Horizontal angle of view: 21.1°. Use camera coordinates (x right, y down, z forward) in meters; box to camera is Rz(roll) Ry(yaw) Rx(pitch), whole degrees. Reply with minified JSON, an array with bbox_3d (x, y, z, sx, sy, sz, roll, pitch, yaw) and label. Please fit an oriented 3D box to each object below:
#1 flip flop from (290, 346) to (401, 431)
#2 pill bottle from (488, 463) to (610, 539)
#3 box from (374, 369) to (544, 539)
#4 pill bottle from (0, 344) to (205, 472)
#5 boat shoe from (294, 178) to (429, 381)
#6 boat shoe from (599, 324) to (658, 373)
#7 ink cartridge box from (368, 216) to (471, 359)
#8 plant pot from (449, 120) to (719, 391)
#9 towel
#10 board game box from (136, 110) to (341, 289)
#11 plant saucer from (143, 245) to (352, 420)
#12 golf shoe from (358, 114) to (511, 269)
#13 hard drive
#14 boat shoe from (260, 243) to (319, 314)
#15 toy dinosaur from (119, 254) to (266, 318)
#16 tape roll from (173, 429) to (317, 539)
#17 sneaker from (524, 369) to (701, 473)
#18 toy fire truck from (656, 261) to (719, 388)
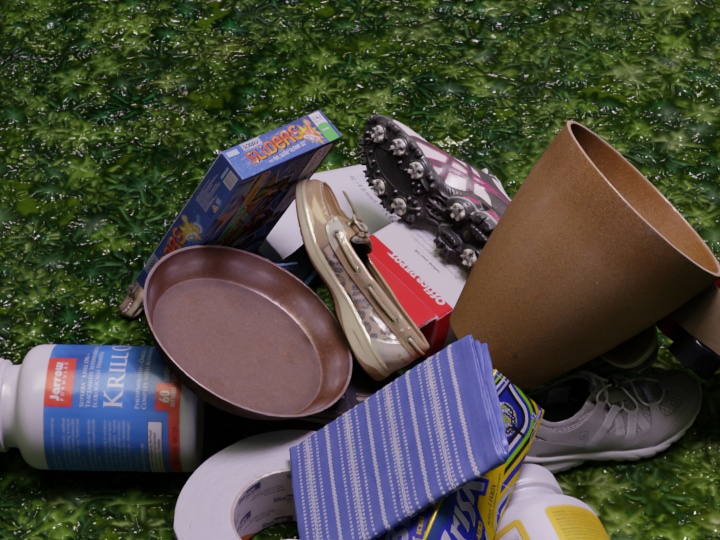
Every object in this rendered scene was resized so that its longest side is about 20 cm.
[{"bbox_3d":[-0.030,0.120,1.758,0.199,0.058,0.081,11,44,-12],"label":"flip flop"},{"bbox_3d":[0.157,0.252,1.552,0.112,0.112,0.200,-11,41,-13],"label":"pill bottle"},{"bbox_3d":[0.073,0.182,1.559,0.070,0.064,0.200,-15,43,51],"label":"box"},{"bbox_3d":[-0.240,0.121,1.707,0.199,0.112,0.112,0,40,0],"label":"pill bottle"},{"bbox_3d":[0.000,0.000,1.763,0.063,0.073,0.200,-28,77,15],"label":"boat shoe"},{"bbox_3d":[0.224,0.037,1.789,0.072,0.066,0.201,-40,38,1],"label":"boat shoe"},{"bbox_3d":[0.072,0.005,1.865,0.200,0.067,0.116,-30,60,-31],"label":"ink cartridge box"},{"bbox_3d":[0.177,0.004,1.683,0.200,0.186,0.187,-45,41,16],"label":"plant pot"},{"bbox_3d":[0.030,0.149,1.562,0.200,0.024,0.145,-34,37,19],"label":"towel"},{"bbox_3d":[-0.114,-0.057,1.789,0.135,0.200,0.034,-27,73,-44],"label":"board game box"},{"bbox_3d":[-0.103,0.060,1.699,0.200,0.035,0.201,20,38,-16],"label":"plant saucer"},{"bbox_3d":[0.079,-0.077,1.858,0.088,0.077,0.200,-19,56,-46],"label":"golf shoe"},{"bbox_3d":[-0.022,-0.055,1.959,0.200,0.025,0.132,-13,41,-29],"label":"hard drive"},{"bbox_3d":[-0.099,0.026,1.807,0.069,0.084,0.200,40,62,6],"label":"boat shoe"},{"bbox_3d":[-0.133,0.017,1.885,0.200,0.048,0.088,-12,35,-19],"label":"toy dinosaur"},{"bbox_3d":[-0.055,0.225,1.619,0.200,0.066,0.201,0,39,0],"label":"tape roll"},{"bbox_3d":[0.219,0.124,1.725,0.200,0.082,0.075,-17,43,-19],"label":"sneaker"},{"bbox_3d":[0.354,0.042,1.775,0.176,0.129,0.200,35,8,-19],"label":"toy fire truck"}]
